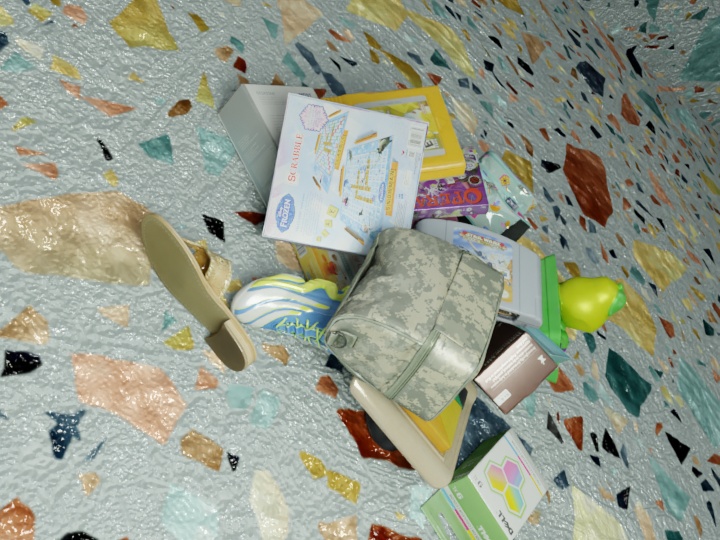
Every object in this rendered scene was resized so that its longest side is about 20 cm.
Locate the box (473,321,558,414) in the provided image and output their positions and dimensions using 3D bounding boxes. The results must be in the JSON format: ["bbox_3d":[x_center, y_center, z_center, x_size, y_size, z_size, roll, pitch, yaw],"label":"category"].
[{"bbox_3d":[0.205,0.133,1.038,0.075,0.100,0.200,47,-1,-6],"label":"box"}]

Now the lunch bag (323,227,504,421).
[{"bbox_3d":[0.062,0.050,0.837,0.168,0.139,0.200,32,44,-2],"label":"lunch bag"}]

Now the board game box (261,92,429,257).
[{"bbox_3d":[-0.021,-0.124,0.965,0.199,0.041,0.200,11,86,-8],"label":"board game box"}]

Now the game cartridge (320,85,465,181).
[{"bbox_3d":[0.040,-0.203,1.053,0.200,0.032,0.177,-7,56,-8],"label":"game cartridge"}]

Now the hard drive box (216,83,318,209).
[{"bbox_3d":[-0.101,-0.182,1.075,0.156,0.077,0.200,-14,72,-49],"label":"hard drive box"}]

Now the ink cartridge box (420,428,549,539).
[{"bbox_3d":[0.180,0.316,0.981,0.200,0.059,0.104,-24,79,-51],"label":"ink cartridge box"}]

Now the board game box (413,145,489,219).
[{"bbox_3d":[0.081,-0.129,1.039,0.200,0.032,0.120,-5,60,-3],"label":"board game box"}]

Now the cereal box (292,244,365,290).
[{"bbox_3d":[0.000,0.000,1.063,0.200,0.040,0.144,-8,69,-48],"label":"cereal box"}]

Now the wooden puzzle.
[{"bbox_3d":[0.083,0.156,0.927,0.185,0.037,0.200,51,34,-9],"label":"wooden puzzle"}]

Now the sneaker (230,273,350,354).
[{"bbox_3d":[-0.058,0.058,0.884,0.200,0.076,0.105,-1,30,-25],"label":"sneaker"}]

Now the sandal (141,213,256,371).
[{"bbox_3d":[-0.179,0.016,0.843,0.070,0.078,0.212,-37,97,-45],"label":"sandal"}]

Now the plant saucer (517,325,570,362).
[{"bbox_3d":[0.247,0.079,1.122,0.070,0.019,0.200,15,26,-47],"label":"plant saucer"}]

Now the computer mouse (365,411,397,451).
[{"bbox_3d":[0.056,0.149,0.971,0.138,0.053,0.200,35,48,-35],"label":"computer mouse"}]

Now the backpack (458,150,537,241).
[{"bbox_3d":[0.213,-0.133,1.274,0.200,0.153,0.176,41,5,1],"label":"backpack"}]

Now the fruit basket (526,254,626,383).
[{"bbox_3d":[0.348,0.075,1.211,0.156,0.215,0.216,79,15,-45],"label":"fruit basket"}]

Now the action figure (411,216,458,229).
[{"bbox_3d":[0.126,-0.020,1.077,0.149,0.134,0.200,-38,105,-38],"label":"action figure"}]

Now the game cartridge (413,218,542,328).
[{"bbox_3d":[0.167,-0.001,0.999,0.200,0.042,0.133,17,57,-11],"label":"game cartridge"}]
